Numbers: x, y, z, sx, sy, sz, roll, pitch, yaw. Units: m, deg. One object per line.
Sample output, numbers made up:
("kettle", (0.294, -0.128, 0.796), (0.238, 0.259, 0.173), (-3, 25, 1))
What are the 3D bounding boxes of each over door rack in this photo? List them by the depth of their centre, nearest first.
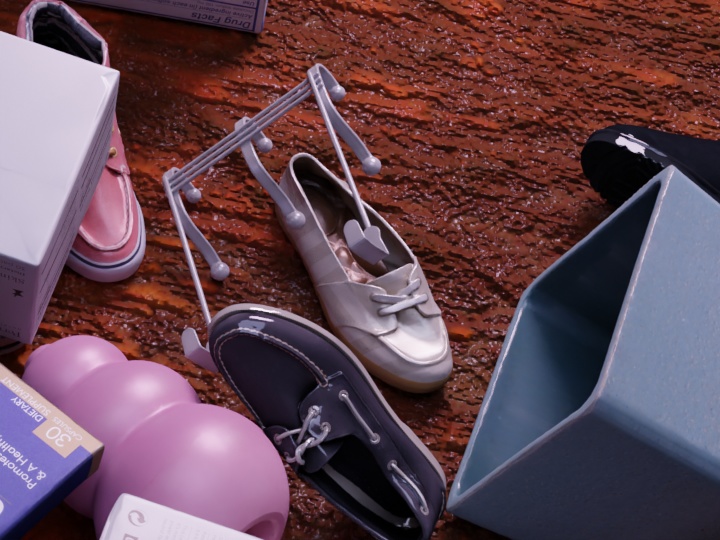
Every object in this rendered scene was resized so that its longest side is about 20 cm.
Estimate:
("over door rack", (-0.056, -0.031, 1.256), (0.148, 0.067, 0.200), (-35, 39, 17))

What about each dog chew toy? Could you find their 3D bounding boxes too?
("dog chew toy", (-0.139, 0.115, 1.168), (0.200, 0.125, 0.124), (39, 58, 24))

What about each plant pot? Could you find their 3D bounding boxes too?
("plant pot", (0.207, 0.094, 1.207), (0.200, 0.196, 0.196), (31, 54, -9))

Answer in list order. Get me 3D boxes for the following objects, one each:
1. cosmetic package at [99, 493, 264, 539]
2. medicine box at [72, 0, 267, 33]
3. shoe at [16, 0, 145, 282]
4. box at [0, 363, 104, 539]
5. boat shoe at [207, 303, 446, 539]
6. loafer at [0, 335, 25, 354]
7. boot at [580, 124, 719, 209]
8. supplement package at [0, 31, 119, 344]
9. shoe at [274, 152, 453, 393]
("cosmetic package", (-0.062, 0.210, 1.063), (0.200, 0.102, 0.074), (19, 46, -3))
("medicine box", (-0.146, -0.287, 1.382), (0.182, 0.200, 0.103), (10, 57, -4))
("shoe", (-0.200, -0.094, 1.308), (0.071, 0.091, 0.200), (-13, 60, -19))
("box", (-0.253, 0.126, 1.048), (0.121, 0.032, 0.200), (36, 48, 11))
("boat shoe", (-0.020, 0.101, 1.177), (0.200, 0.073, 0.063), (45, 24, -18))
("loafer", (-0.314, 0.008, 1.235), (0.200, 0.063, 0.072), (12, 54, -3))
("boot", (0.280, -0.097, 1.410), (0.200, 0.076, 0.168), (28, 59, 0))
("supplement package", (-0.275, -0.070, 1.190), (0.200, 0.111, 0.156), (18, 60, -1))
("shoe", (0.000, 0.000, 1.306), (0.070, 0.053, 0.200), (-24, 64, -25))
